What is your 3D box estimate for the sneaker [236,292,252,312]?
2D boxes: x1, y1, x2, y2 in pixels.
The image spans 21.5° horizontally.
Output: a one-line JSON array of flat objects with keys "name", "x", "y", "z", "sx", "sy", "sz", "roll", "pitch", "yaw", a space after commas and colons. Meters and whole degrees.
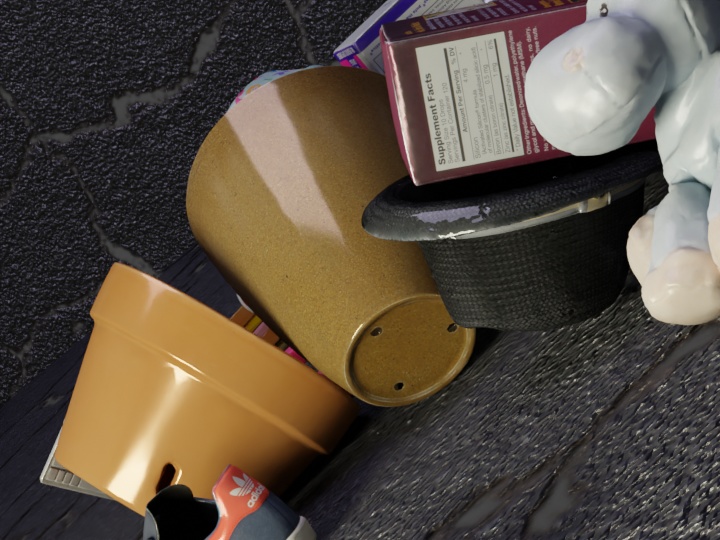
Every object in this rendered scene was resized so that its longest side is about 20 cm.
[{"name": "sneaker", "x": 0.000, "y": 0.000, "z": 1.461, "sx": 0.199, "sy": 0.072, "sz": 0.113, "roll": -14, "pitch": 13, "yaw": 0}]

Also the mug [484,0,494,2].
[{"name": "mug", "x": 0.128, "y": -0.163, "z": 1.647, "sx": 0.175, "sy": 0.147, "sz": 0.201, "roll": -35, "pitch": -44, "yaw": -84}]

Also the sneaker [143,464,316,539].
[{"name": "sneaker", "x": -0.119, "y": 0.186, "z": 1.190, "sx": 0.200, "sy": 0.085, "sz": 0.075, "roll": -38, "pitch": 9, "yaw": 29}]

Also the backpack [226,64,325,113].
[{"name": "backpack", "x": -0.060, "y": -0.128, "z": 2.140, "sx": 0.150, "sy": 0.201, "sz": 0.178, "roll": -5, "pitch": 31, "yaw": 43}]

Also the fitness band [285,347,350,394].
[{"name": "fitness band", "x": -0.040, "y": 0.086, "z": 1.506, "sx": 0.143, "sy": 0.037, "sz": 0.200, "roll": -34, "pitch": 12, "yaw": 41}]

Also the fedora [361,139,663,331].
[{"name": "fedora", "x": 0.101, "y": -0.020, "z": 1.108, "sx": 0.200, "sy": 0.092, "sz": 0.201, "roll": -11, "pitch": 13, "yaw": 3}]

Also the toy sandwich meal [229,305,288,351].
[{"name": "toy sandwich meal", "x": -0.129, "y": 0.083, "z": 1.814, "sx": 0.205, "sy": 0.070, "sz": 0.205, "roll": -41, "pitch": 8, "yaw": 7}]

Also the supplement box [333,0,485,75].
[{"name": "supplement box", "x": 0.086, "y": -0.129, "z": 1.458, "sx": 0.103, "sy": 0.200, "sz": 0.101, "roll": -44, "pitch": 8, "yaw": -6}]

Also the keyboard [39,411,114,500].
[{"name": "keyboard", "x": -0.170, "y": 0.147, "z": 1.423, "sx": 0.200, "sy": 0.011, "sz": 0.057, "roll": 27, "pitch": -100, "yaw": -59}]

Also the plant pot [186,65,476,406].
[{"name": "plant pot", "x": -0.002, "y": -0.008, "z": 1.278, "sx": 0.186, "sy": 0.186, "sz": 0.200, "roll": -40, "pitch": 41, "yaw": 9}]

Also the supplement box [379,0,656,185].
[{"name": "supplement box", "x": 0.116, "y": -0.116, "z": 1.098, "sx": 0.199, "sy": 0.086, "sz": 0.110, "roll": -11, "pitch": 12, "yaw": 0}]

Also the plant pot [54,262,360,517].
[{"name": "plant pot", "x": -0.120, "y": 0.104, "z": 1.313, "sx": 0.140, "sy": 0.200, "sz": 0.200, "roll": -59, "pitch": 11, "yaw": -8}]

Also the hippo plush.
[{"name": "hippo plush", "x": 0.178, "y": -0.089, "z": 0.955, "sx": 0.200, "sy": 0.161, "sz": 0.159, "roll": -43, "pitch": 8, "yaw": -10}]
